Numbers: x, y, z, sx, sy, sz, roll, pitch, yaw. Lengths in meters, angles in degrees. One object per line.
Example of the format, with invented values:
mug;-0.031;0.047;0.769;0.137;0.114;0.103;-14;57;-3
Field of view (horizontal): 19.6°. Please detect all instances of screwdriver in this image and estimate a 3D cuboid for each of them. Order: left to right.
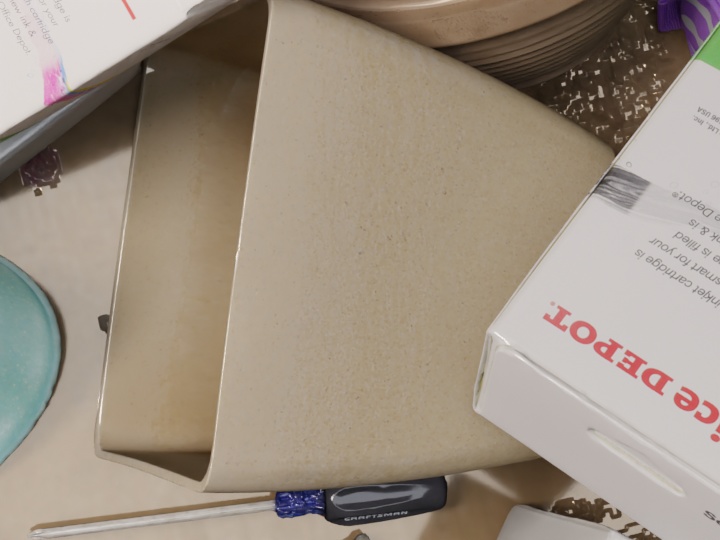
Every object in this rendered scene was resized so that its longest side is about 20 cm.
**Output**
screwdriver;-0.056;0.113;0.983;0.200;0.029;0.028;-6;89;-12

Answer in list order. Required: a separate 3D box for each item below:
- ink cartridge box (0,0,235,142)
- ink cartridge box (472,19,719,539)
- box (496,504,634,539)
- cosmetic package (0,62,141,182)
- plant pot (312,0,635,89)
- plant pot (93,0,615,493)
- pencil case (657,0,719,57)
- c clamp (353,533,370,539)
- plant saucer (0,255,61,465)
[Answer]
ink cartridge box;-0.120;-0.133;0.833;0.200;0.067;0.117;-25;96;33
ink cartridge box;0.158;0.008;0.837;0.146;0.084;0.200;34;67;13
box;0.145;0.208;0.922;0.199;0.200;0.131;28;83;-5
cosmetic package;-0.209;-0.077;0.950;0.200;0.081;0.113;-37;93;-8
plant pot;0.063;-0.147;0.955;0.201;0.201;0.093;-29;128;-7
plant pot;0.000;0.000;0.925;0.177;0.200;0.200;9;87;-21
pencil case;0.252;-0.137;1.007;0.200;0.084;0.086;-21;55;-9
c clamp;-0.035;0.250;0.984;0.171;0.027;0.200;-23;92;-6
plant saucer;-0.232;0.046;0.912;0.200;0.200;0.036;-24;52;-7
